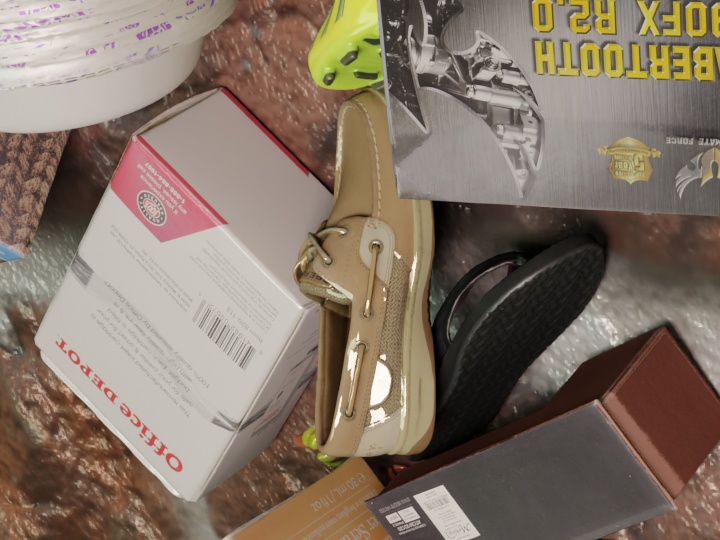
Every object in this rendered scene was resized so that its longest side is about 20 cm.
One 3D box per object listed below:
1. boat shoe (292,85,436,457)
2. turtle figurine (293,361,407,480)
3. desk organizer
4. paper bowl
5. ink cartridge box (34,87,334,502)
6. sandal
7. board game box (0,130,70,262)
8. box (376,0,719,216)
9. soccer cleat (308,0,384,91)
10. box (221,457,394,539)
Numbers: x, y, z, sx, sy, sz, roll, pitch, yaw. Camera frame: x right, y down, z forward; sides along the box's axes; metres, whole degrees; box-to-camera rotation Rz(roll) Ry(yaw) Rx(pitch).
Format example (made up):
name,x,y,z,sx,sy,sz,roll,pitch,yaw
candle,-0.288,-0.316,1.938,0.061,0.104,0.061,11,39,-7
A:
name,x,y,z,sx,sy,sz,roll,pitch,yaw
boat shoe,0.000,0.000,1.492,0.071,0.064,0.201,162,105,-69
turtle figurine,-0.011,0.159,1.649,0.161,0.064,0.201,-29,91,32
desk organizer,0.101,0.105,1.496,0.072,0.077,0.200,52,139,-8
paper bowl,-0.163,-0.145,1.501,0.200,0.200,0.105,10,122,39
ink cartridge box,-0.092,0.016,1.623,0.147,0.083,0.200,44,137,12
sandal,0.064,0.034,1.501,0.048,0.075,0.201,60,141,22
board game box,-0.301,-0.070,1.686,0.159,0.097,0.200,30,155,-30
box,0.110,-0.109,1.331,0.199,0.048,0.159,4,119,17
soccer cleat,0.023,-0.167,1.432,0.200,0.064,0.084,-55,47,50
box,-0.008,0.228,1.540,0.106,0.152,0.200,-42,83,31
